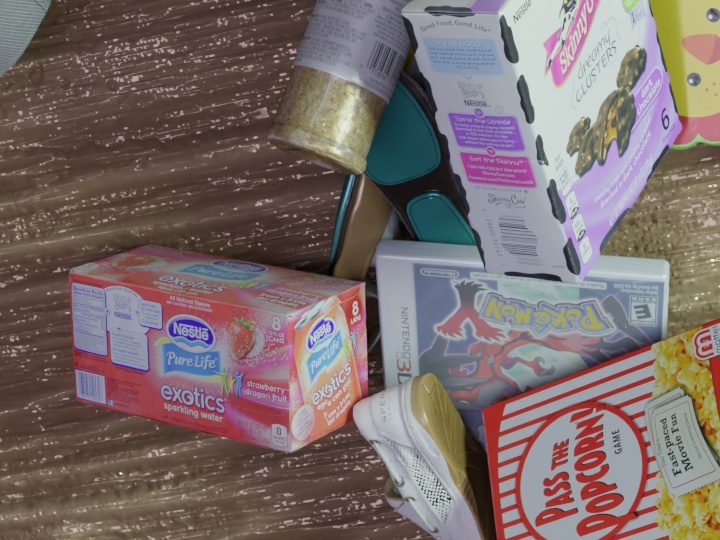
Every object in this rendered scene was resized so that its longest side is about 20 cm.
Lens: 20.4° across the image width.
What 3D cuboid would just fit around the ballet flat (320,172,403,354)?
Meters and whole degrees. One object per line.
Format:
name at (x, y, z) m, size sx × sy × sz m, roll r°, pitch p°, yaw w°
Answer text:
ballet flat at (0.000, 0.000, 1.428) m, size 0.063 × 0.069 × 0.200 m, roll 17°, pitch 118°, yaw -4°

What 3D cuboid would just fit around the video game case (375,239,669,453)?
video game case at (0.113, 0.061, 1.404) m, size 0.200 × 0.023 × 0.182 m, roll 4°, pitch 130°, yaw 10°

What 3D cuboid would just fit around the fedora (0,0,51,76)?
fedora at (-0.288, -0.184, 1.399) m, size 0.200 × 0.177 × 0.090 m, roll -16°, pitch 138°, yaw 35°

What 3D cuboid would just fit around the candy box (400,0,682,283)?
candy box at (0.118, -0.122, 1.242) m, size 0.072 × 0.168 × 0.200 m, roll 6°, pitch 133°, yaw 34°

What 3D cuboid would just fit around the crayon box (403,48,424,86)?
crayon box at (0.079, -0.215, 1.349) m, size 0.127 × 0.051 × 0.200 m, roll 27°, pitch 110°, yaw 3°

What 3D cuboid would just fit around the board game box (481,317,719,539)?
board game box at (0.182, 0.135, 1.332) m, size 0.200 × 0.046 × 0.152 m, roll -24°, pitch 55°, yaw 30°

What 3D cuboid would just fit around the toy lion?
toy lion at (0.257, -0.168, 1.327) m, size 0.192 × 0.069 × 0.200 m, roll 25°, pitch 109°, yaw 12°

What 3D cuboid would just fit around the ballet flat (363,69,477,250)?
ballet flat at (0.040, -0.074, 1.369) m, size 0.068 × 0.067 × 0.200 m, roll -13°, pitch 125°, yaw 18°

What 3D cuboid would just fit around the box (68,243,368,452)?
box at (-0.101, 0.050, 1.406) m, size 0.200 × 0.095 × 0.103 m, roll 9°, pitch 109°, yaw 34°

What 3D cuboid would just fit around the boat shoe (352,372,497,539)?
boat shoe at (0.051, 0.150, 1.429) m, size 0.069 × 0.071 × 0.200 m, roll -12°, pitch 130°, yaw 19°

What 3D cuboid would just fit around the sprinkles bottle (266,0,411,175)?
sprinkles bottle at (0.005, -0.163, 1.261) m, size 0.068 × 0.068 × 0.200 m, roll 20°, pitch 86°, yaw 5°
